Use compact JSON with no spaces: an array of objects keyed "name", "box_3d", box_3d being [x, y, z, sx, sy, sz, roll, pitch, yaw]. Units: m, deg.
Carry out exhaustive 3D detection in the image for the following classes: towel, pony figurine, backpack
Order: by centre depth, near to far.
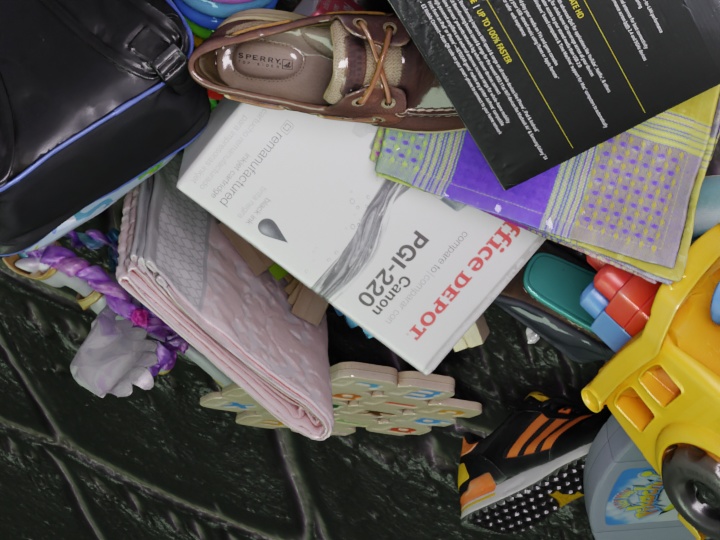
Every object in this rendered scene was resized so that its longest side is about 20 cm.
[{"name":"towel","box_3d":[0.108,-0.088,1.218,0.200,0.023,0.144,22,109,17]},{"name":"backpack","box_3d":[-0.211,-0.122,1.317,0.200,0.183,0.147,48,164,21]},{"name":"towel","box_3d":[-0.090,0.006,1.513,0.032,0.200,0.191,-39,116,19]},{"name":"pony figurine","box_3d":[-0.171,0.029,1.685,0.193,0.167,0.200,12,164,47]}]

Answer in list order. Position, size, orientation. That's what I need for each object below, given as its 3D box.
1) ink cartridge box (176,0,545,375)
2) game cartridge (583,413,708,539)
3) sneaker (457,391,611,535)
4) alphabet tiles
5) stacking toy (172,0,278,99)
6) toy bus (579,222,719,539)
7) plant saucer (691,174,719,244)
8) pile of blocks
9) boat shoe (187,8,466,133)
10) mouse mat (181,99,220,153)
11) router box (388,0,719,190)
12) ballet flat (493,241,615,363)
[{"name":"ink cartridge box","box_3d":[0.009,-0.055,1.324,0.200,0.146,0.085,36,-163,-13]},{"name":"game cartridge","box_3d":[0.222,0.138,1.493,0.133,0.041,0.200,-1,150,-2]},{"name":"sneaker","box_3d":[0.146,0.119,1.570,0.200,0.090,0.070,-30,144,34]},{"name":"alphabet tiles","box_3d":[-0.015,0.101,1.673,0.195,0.015,0.200,10,161,-26]},{"name":"stacking toy","box_3d":[-0.083,-0.163,1.325,0.085,0.085,0.200,28,156,7]},{"name":"toy bus","box_3d":[0.214,0.038,1.265,0.192,0.136,0.200,47,152,6]},{"name":"plant saucer","box_3d":[0.262,0.018,1.327,0.200,0.027,0.200,25,152,14]},{"name":"pile of blocks","box_3d":[0.000,0.000,1.517,0.200,0.062,0.082,31,114,4]},{"name":"boat shoe","box_3d":[0.000,-0.111,1.206,0.199,0.072,0.072,8,104,17]},{"name":"mouse mat","box_3d":[-0.105,-0.112,1.511,0.161,0.008,0.200,43,150,-22]},{"name":"router box","box_3d":[0.094,-0.151,1.104,0.149,0.051,0.200,-26,129,11]},{"name":"ballet flat","box_3d":[0.093,-0.001,1.425,0.200,0.073,0.073,34,153,-9]}]
